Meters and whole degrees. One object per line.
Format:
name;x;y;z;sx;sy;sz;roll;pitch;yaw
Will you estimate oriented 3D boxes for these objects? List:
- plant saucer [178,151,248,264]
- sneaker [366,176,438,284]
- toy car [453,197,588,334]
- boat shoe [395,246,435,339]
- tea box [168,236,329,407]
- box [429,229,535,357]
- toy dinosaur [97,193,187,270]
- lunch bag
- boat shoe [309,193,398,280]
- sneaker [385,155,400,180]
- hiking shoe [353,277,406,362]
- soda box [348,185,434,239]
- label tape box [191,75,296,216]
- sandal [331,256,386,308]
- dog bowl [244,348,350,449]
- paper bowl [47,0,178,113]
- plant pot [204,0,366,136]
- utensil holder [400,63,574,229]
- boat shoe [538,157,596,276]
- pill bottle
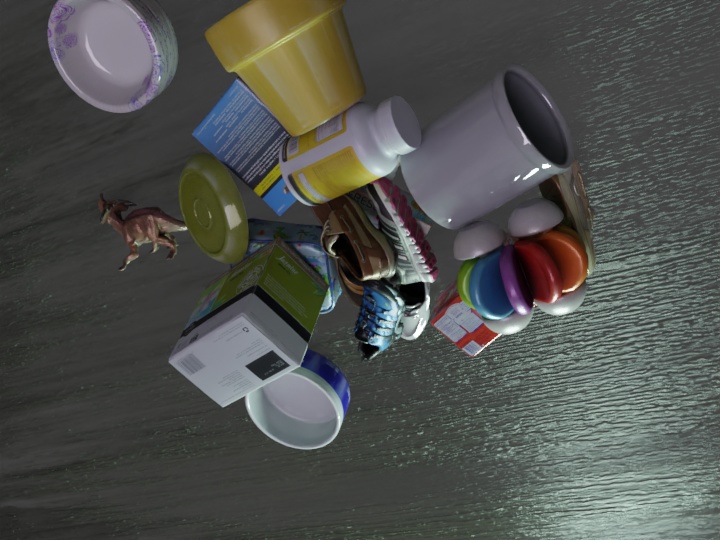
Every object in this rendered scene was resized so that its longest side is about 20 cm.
plant saucer;-0.261;-0.102;1.481;0.199;0.031;0.201;29;129;42
sneaker;0.046;-0.055;1.359;0.087;0.074;0.201;-19;118;21
toy car;0.236;0.005;1.255;0.199;0.150;0.176;-21;104;11
boat shoe;0.085;0.048;1.498;0.073;0.065;0.201;10;126;12
tea box;-0.182;0.086;1.436;0.199;0.197;0.134;-30;115;34
box;0.218;0.037;1.423;0.099;0.096;0.200;38;126;-8
toy dinosaur;-0.399;-0.086;1.576;0.198;0.086;0.136;-10;112;19
lunch bag;-0.132;-0.004;1.532;0.198;0.083;0.162;4;123;17
boat shoe;-0.024;-0.057;1.329;0.200;0.073;0.076;45;143;35
sneaker;-0.008;-0.230;1.353;0.199;0.074;0.080;35;112;-10
hiking shoe;0.028;0.083;1.453;0.074;0.087;0.201;30;154;26
soda box;0.022;-0.107;1.419;0.199;0.064;0.069;26;127;2
label tape box;-0.155;-0.210;1.412;0.200;0.063;0.144;43;127;-10
sandal;0.000;0.000;1.469;0.080;0.054;0.201;-33;129;-12
dog bowl;-0.123;0.252;1.702;0.198;0.079;0.201;9;125;13
paper bowl;-0.383;-0.362;1.368;0.199;0.105;0.202;9;126;13
plant pot;-0.090;-0.304;1.230;0.200;0.201;0.190;-21;107;30
utensil holder;0.182;-0.172;1.254;0.199;0.170;0.170;-32;108;36
boat shoe;0.330;-0.080;1.319;0.072;0.065;0.201;28;149;55
pill bottle;-0.014;-0.178;1.264;0.199;0.112;0.112;-21;114;31
